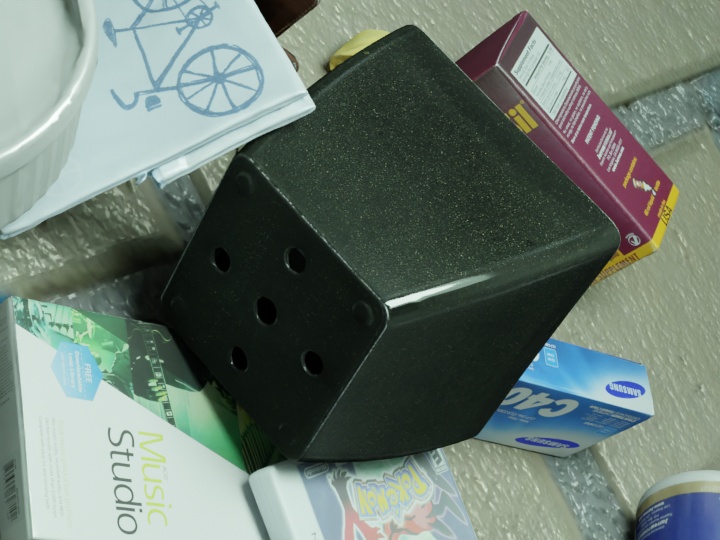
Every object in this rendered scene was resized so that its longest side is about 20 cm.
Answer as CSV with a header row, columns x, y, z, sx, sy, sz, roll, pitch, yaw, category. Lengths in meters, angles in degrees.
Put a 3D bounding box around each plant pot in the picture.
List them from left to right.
x,y,z,sx,sy,sz,roll,pitch,yaw,category
0.000,0.000,1.013,0.200,0.201,0.177,46,38,17,plant pot

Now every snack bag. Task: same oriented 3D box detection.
x,y,z,sx,sy,sz,roll,pitch,yaw,category
-0.150,-0.118,0.971,0.189,0.198,0.021,58,-9,31,snack bag

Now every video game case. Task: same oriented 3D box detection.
x,y,z,sx,sy,sz,roll,pitch,yaw,category
0.022,0.193,1.057,0.199,0.023,0.184,-11,78,-59,video game case

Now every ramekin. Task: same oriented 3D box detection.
x,y,z,sx,sy,sz,roll,pitch,yaw,category
-0.238,-0.101,0.887,0.200,0.095,0.204,3,58,-4,ramekin

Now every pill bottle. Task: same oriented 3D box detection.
x,y,z,sx,sy,sz,roll,pitch,yaw,category
0.257,0.259,1.223,0.115,0.115,0.202,33,46,-28,pill bottle

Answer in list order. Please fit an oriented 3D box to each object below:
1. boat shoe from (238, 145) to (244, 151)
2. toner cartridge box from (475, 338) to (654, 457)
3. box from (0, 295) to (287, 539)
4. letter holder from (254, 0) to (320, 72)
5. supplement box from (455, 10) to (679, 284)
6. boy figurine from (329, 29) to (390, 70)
x,y,z,sx,sy,sz,roll,pitch,yaw,category
0.003,-0.045,1.190,0.200,0.062,0.072,39,41,-25,boat shoe
0.111,0.085,1.196,0.199,0.095,0.044,16,56,-39,toner cartridge box
-0.124,0.102,0.981,0.199,0.036,0.146,15,56,-43,box
-0.117,-0.207,1.101,0.199,0.142,0.102,24,50,-35,letter holder
0.145,-0.088,1.329,0.200,0.110,0.086,46,41,-14,supplement box
0.051,-0.105,1.243,0.064,0.125,0.201,-28,73,-24,boy figurine
